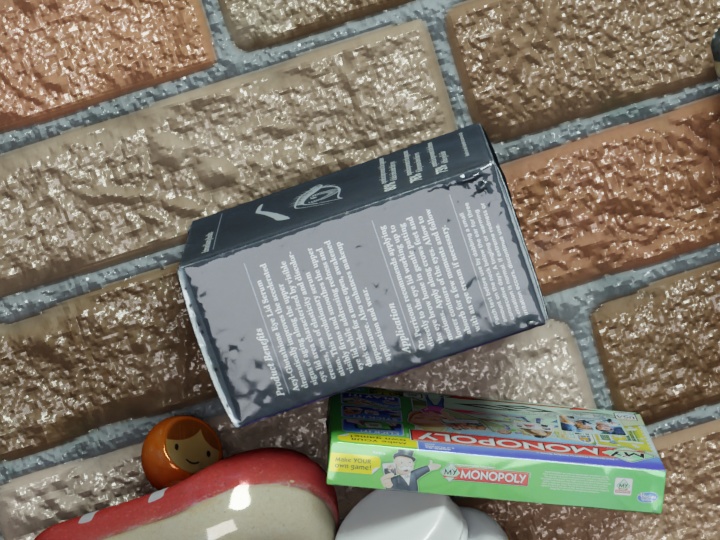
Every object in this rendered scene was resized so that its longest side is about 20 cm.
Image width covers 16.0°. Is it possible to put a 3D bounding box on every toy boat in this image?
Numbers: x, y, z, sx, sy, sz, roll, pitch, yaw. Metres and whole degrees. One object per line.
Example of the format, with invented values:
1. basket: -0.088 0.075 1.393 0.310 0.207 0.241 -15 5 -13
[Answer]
1. toy boat: -0.108 0.150 1.583 0.199 0.131 0.130 -20 146 26

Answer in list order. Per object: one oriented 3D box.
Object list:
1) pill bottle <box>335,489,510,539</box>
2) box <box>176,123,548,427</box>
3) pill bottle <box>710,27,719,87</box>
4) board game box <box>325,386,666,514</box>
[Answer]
1. pill bottle: 0.065 0.222 1.572 0.109 0.109 0.200 -31 119 5
2. box: 0.000 0.000 1.535 0.199 0.148 0.105 -19 101 4
3. pill bottle: 0.285 -0.060 1.544 0.111 0.112 0.201 -15 101 2
4. board game box: 0.079 0.108 1.563 0.199 0.135 0.029 5 101 -2
